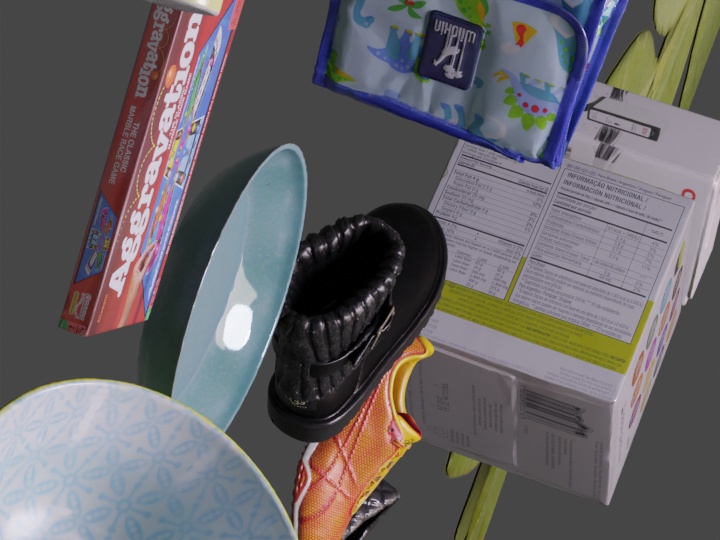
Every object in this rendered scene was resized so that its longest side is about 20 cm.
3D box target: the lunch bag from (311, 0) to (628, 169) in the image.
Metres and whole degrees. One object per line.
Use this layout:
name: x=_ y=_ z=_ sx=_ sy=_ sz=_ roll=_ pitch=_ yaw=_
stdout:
lunch bag: x=0.078 y=-0.181 z=1.801 sx=0.127 sy=0.170 sz=0.200 roll=2 pitch=109 yaw=-78

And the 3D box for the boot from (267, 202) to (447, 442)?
boot: x=0.002 y=0.001 z=1.957 sx=0.158 sy=0.079 sz=0.211 roll=92 pitch=21 yaw=-54

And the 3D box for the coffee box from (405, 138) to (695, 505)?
coffee box: x=0.142 y=0.036 z=2.341 sx=0.200 sy=0.200 sz=0.198 roll=86 pitch=25 yaw=-62

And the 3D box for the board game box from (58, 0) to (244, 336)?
board game box: x=-0.106 y=-0.066 z=1.521 sx=0.103 sy=0.019 sz=0.200 roll=-15 pitch=123 yaw=-74

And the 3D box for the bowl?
bowl: x=-0.134 y=0.165 z=1.434 sx=0.108 sy=0.200 sz=0.200 roll=-43 pitch=-169 yaw=44

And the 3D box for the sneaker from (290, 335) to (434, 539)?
sneaker: x=-0.001 y=0.136 z=2.160 sx=0.073 sy=0.077 sz=0.200 roll=-15 pitch=124 yaw=-78

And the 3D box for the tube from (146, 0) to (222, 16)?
tube: x=-0.067 y=-0.224 z=1.401 sx=0.058 sy=0.052 sz=0.200 roll=16 pitch=-89 yaw=61

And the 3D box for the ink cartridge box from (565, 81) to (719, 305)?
ink cartridge box: x=0.209 y=-0.075 z=2.467 sx=0.084 sy=0.200 sz=0.146 roll=-58 pitch=163 yaw=-46

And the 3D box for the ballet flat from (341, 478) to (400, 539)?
ballet flat: x=-0.030 y=0.241 z=2.231 sx=0.066 sy=0.057 sz=0.200 roll=78 pitch=33 yaw=-66

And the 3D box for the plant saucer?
plant saucer: x=-0.085 y=0.016 z=1.698 sx=0.200 sy=0.036 sz=0.200 roll=19 pitch=90 yaw=-77
